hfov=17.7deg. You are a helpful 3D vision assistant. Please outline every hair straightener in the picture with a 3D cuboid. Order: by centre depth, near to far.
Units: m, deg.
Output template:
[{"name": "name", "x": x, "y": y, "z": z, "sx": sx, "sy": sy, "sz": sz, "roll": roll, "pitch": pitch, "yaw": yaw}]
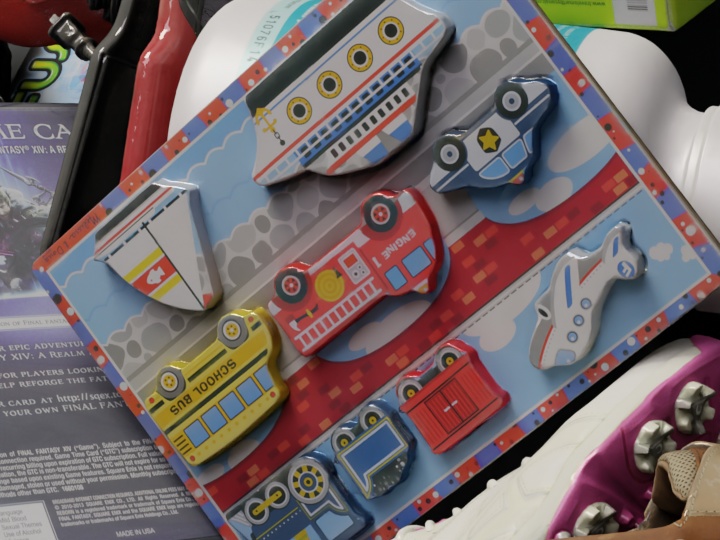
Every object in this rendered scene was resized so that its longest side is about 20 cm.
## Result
[{"name": "hair straightener", "x": -0.090, "y": -0.095, "z": 0.828, "sx": 0.077, "sy": 0.041, "sz": 0.202, "roll": 8, "pitch": 93, "yaw": 37}]

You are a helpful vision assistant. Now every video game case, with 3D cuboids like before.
[{"name": "video game case", "x": -0.113, "y": 0.020, "z": 0.827, "sx": 0.019, "sy": 0.142, "sz": 0.201, "roll": -55, "pitch": 49, "yaw": 41}]

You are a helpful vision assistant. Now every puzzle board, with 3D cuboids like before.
[{"name": "puzzle board", "x": 0.000, "y": 0.000, "z": 0.753, "sx": 0.200, "sy": 0.017, "sz": 0.151, "roll": -39, "pitch": 85, "yaw": 21}]

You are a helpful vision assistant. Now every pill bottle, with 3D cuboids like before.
[{"name": "pill bottle", "x": 0.041, "y": -0.032, "z": 0.801, "sx": 0.198, "sy": 0.111, "sz": 0.111, "roll": 8, "pitch": 57, "yaw": 20}]

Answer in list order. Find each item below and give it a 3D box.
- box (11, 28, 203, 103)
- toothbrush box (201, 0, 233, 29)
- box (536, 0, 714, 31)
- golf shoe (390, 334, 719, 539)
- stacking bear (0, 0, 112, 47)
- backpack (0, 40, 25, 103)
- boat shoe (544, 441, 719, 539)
[{"name": "box", "x": -0.087, "y": -0.106, "z": 1.013, "sx": 0.109, "sy": 0.035, "sz": 0.201, "roll": 2, "pitch": 55, "yaw": 33}, {"name": "toothbrush box", "x": 0.015, "y": -0.165, "z": 0.920, "sx": 0.086, "sy": 0.146, "sz": 0.201, "roll": 8, "pitch": 58, "yaw": 37}, {"name": "box", "x": 0.108, "y": -0.147, "z": 0.870, "sx": 0.121, "sy": 0.048, "sz": 0.200, "roll": 7, "pitch": 29, "yaw": 35}, {"name": "golf shoe", "x": 0.045, "y": 0.093, "z": 0.736, "sx": 0.200, "sy": 0.075, "sz": 0.091, "roll": -49, "pitch": 42, "yaw": -15}, {"name": "stacking bear", "x": -0.094, "y": -0.166, "z": 0.935, "sx": 0.121, "sy": 0.114, "sz": 0.201, "roll": 7, "pitch": 47, "yaw": 34}, {"name": "backpack", "x": -0.221, "y": -0.096, "z": 0.956, "sx": 0.127, "sy": 0.166, "sz": 0.201, "roll": -43, "pitch": 36, "yaw": 24}, {"name": "boat shoe", "x": 0.109, "y": 0.082, "z": 0.661, "sx": 0.198, "sy": 0.076, "sz": 0.072, "roll": -15, "pitch": 82, "yaw": -12}]
